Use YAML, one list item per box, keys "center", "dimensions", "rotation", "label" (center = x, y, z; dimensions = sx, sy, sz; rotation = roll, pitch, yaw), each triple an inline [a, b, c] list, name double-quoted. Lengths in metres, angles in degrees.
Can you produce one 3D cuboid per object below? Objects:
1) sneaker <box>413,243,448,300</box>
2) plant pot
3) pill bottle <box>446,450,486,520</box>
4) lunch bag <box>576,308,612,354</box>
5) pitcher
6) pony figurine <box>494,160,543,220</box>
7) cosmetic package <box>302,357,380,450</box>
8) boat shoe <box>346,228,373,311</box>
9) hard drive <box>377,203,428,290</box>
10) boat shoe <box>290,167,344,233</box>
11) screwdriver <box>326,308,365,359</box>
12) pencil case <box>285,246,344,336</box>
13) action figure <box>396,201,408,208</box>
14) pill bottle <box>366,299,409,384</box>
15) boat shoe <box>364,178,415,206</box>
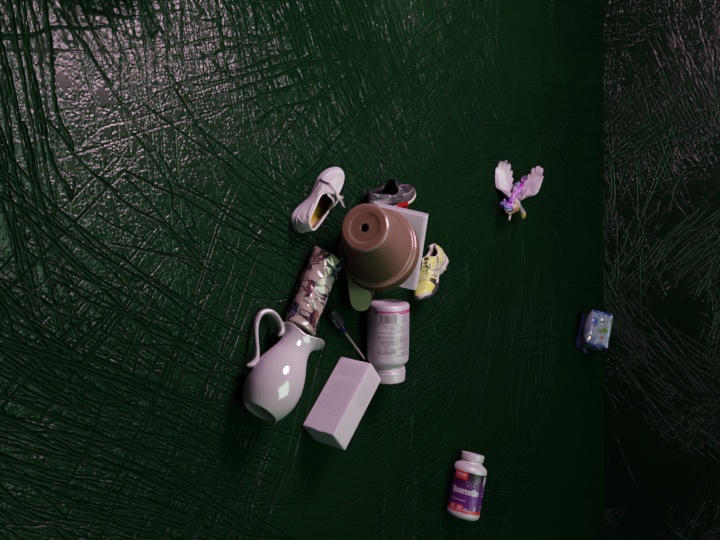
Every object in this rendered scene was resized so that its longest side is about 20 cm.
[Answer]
- center: [0.191, 0.006, 1.900]
  dimensions: [0.077, 0.074, 0.202]
  rotation: [58, 40, -29]
  label: "sneaker"
- center: [0.030, -0.072, 1.520]
  dimensions: [0.175, 0.196, 0.205]
  rotation: [51, 53, -67]
  label: "plant pot"
- center: [0.351, 0.705, 2.157]
  dimensions: [0.112, 0.111, 0.205]
  rotation: [22, 77, -51]
  label: "pill bottle"
- center: [1.090, 0.292, 3.078]
  dimensions: [0.200, 0.125, 0.174]
  rotation: [72, 34, -72]
  label: "lunch bag"
- center: [-0.186, 0.199, 1.395]
  dimensions: [0.170, 0.121, 0.202]
  rotation: [37, 59, -16]
  label: "pitcher"
- center: [0.547, -0.271, 2.284]
  dimensions: [0.199, 0.163, 0.198]
  rotation: [-8, 109, -67]
  label: "pony figurine"
- center: [-0.042, 0.319, 1.597]
  dimensions: [0.202, 0.100, 0.072]
  rotation: [-58, 136, -29]
  label: "cosmetic package"
- center: [-0.003, 0.000, 1.645]
  dimensions: [0.063, 0.072, 0.207]
  rotation: [71, 17, -84]
  label: "boat shoe"
- center: [0.094, -0.059, 1.663]
  dimensions: [0.026, 0.129, 0.204]
  rotation: [-51, 151, -60]
  label: "hard drive"
- center: [-0.075, -0.164, 1.503]
  dimensions: [0.203, 0.085, 0.075]
  rotation: [-53, 133, -34]
  label: "boat shoe"
- center: [-0.035, 0.167, 1.649]
  dimensions: [0.029, 0.028, 0.202]
  rotation: [-34, 127, -9]
  label: "screwdriver"
- center: [-0.105, 0.052, 1.498]
  dimensions: [0.089, 0.077, 0.204]
  rotation: [31, 68, -26]
  label: "pencil case"
- center: [0.115, -0.107, 1.748]
  dimensions: [0.201, 0.051, 0.067]
  rotation: [74, -6, -64]
  label: "action figure"
- center: [0.072, 0.185, 1.720]
  dimensions: [0.112, 0.112, 0.205]
  rotation: [-8, 101, -52]
  label: "pill bottle"
- center: [0.079, -0.204, 1.714]
  dimensions: [0.197, 0.074, 0.068]
  rotation: [-24, 125, -39]
  label: "boat shoe"
